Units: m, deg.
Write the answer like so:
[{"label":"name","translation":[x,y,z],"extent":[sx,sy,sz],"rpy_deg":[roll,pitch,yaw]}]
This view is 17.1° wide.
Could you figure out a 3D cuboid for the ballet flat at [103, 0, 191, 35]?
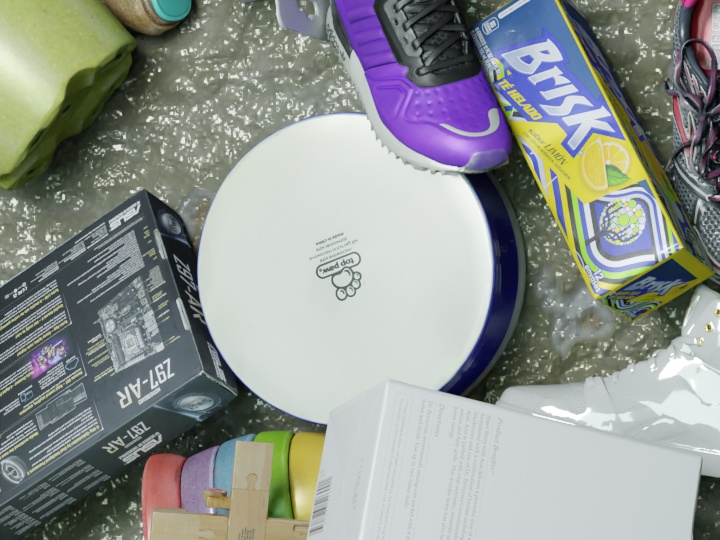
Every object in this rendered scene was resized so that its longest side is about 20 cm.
[{"label":"ballet flat","translation":[-0.156,-0.255,1.588],"extent":[0.072,0.068,0.201],"rpy_deg":[-4,92,37]}]

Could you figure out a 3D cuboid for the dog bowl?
[{"label":"dog bowl","translation":[0.000,0.000,1.517],"extent":[0.199,0.079,0.201],"rpy_deg":[0,89,18]}]

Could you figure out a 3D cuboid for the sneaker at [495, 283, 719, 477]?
[{"label":"sneaker","translation":[0.185,0.063,1.466],"extent":[0.199,0.074,0.116],"rpy_deg":[8,90,8]}]

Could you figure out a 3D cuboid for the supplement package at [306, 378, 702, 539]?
[{"label":"supplement package","translation":[0.080,0.152,1.395],"extent":[0.199,0.120,0.122],"rpy_deg":[15,73,-14]}]

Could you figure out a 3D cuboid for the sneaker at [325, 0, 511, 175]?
[{"label":"sneaker","translation":[0.033,-0.144,1.456],"extent":[0.200,0.069,0.100],"rpy_deg":[56,148,41]}]

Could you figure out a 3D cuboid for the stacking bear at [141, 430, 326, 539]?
[{"label":"stacking bear","translation":[-0.029,0.155,1.518],"extent":[0.199,0.121,0.114],"rpy_deg":[-10,94,8]}]

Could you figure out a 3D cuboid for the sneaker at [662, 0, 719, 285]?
[{"label":"sneaker","translation":[0.217,-0.089,1.451],"extent":[0.080,0.075,0.201],"rpy_deg":[-7,88,18]}]

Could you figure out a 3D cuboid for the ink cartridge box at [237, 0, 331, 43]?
[{"label":"ink cartridge box","translation":[-0.076,-0.241,1.526],"extent":[0.068,0.116,0.201],"rpy_deg":[-11,85,18]}]

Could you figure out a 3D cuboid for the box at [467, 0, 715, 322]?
[{"label":"box","translation":[0.139,-0.074,1.455],"extent":[0.064,0.070,0.200],"rpy_deg":[-31,66,16]}]

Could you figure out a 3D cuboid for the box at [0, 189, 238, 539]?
[{"label":"box","translation":[-0.188,0.064,1.563],"extent":[0.200,0.044,0.160],"rpy_deg":[-34,52,15]}]

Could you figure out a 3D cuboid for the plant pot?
[{"label":"plant pot","translation":[-0.254,-0.159,1.559],"extent":[0.184,0.200,0.200],"rpy_deg":[41,102,3]}]

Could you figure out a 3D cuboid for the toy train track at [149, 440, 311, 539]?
[{"label":"toy train track","translation":[-0.029,0.162,1.454],"extent":[0.199,0.033,0.115],"rpy_deg":[5,94,-9]}]
